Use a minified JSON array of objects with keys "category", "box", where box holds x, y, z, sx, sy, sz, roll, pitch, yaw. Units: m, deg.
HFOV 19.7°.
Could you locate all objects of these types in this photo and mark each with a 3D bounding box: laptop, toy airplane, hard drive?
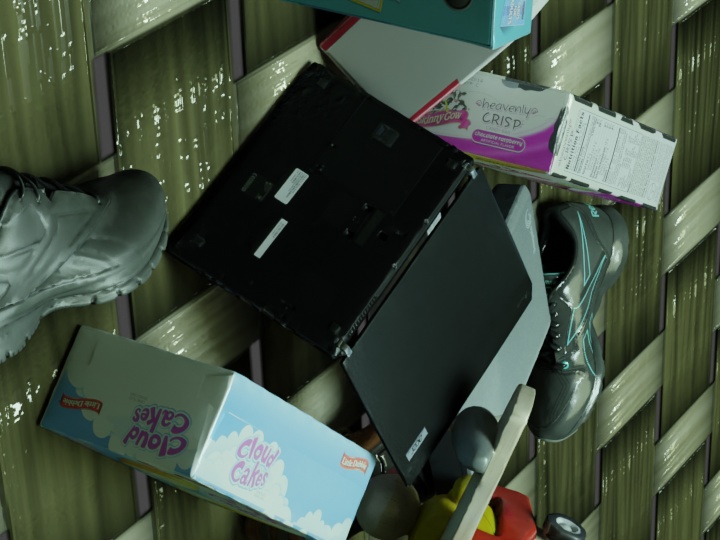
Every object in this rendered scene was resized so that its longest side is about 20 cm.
[{"category":"laptop","box":[0.000,0.000,1.329,0.178,0.199,0.103,-54,172,-31]},{"category":"toy airplane","box":[0.051,0.187,1.366,0.200,0.141,0.200,-52,162,-24]},{"category":"hard drive","box":[0.090,0.052,1.503,0.201,0.033,0.140,-63,149,-45]}]

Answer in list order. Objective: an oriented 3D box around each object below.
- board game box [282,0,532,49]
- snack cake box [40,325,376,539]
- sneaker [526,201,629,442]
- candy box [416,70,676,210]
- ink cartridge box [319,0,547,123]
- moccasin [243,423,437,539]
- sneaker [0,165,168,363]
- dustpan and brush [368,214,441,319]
[{"category":"board game box","box":[0.006,-0.221,1.172,0.047,0.199,0.152,-28,128,-51]},{"category":"snack cake box","box":[-0.087,0.104,1.258,0.200,0.114,0.068,37,72,-58]},{"category":"sneaker","box":[0.159,0.039,1.700,0.079,0.075,0.202,14,86,-46]},{"category":"candy box","box":[0.127,-0.097,1.497,0.200,0.136,0.061,13,93,-59]},{"category":"ink cartridge box","box":[0.084,-0.204,1.357,0.084,0.145,0.200,45,54,-7]},{"category":"moccasin","box":[-0.002,0.148,1.472,0.201,0.077,0.074,-34,117,-43]},{"category":"sneaker","box":[-0.173,-0.020,1.102,0.200,0.076,0.091,-37,128,-48]},{"category":"dustpan and brush","box":[0.046,-0.001,1.483,0.140,0.057,0.201,-55,145,-29]}]
